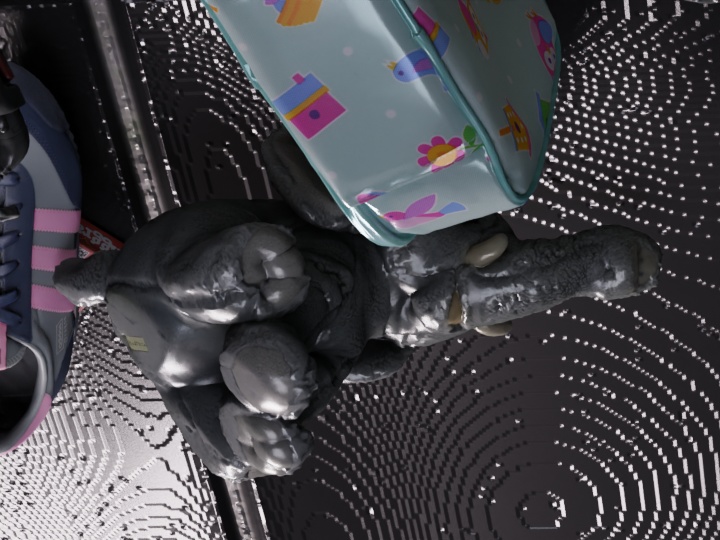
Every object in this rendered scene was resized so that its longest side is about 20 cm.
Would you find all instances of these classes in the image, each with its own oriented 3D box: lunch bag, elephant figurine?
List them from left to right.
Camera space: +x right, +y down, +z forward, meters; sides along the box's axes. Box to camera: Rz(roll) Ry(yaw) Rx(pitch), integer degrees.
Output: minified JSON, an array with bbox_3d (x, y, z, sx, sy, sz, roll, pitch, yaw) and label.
[{"bbox_3d":[0.000,0.000,1.153,0.155,0.200,0.142,57,150,2],"label":"elephant figurine"},{"bbox_3d":[0.003,-0.116,1.011,0.077,0.160,0.200,-23,120,22],"label":"lunch bag"}]

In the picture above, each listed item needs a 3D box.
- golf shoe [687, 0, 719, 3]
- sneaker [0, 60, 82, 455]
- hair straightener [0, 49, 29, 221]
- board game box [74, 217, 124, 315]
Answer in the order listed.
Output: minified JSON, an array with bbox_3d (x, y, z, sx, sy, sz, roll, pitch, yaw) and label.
[{"bbox_3d":[0.083,-0.175,0.944,0.078,0.200,0.094,-31,167,-5],"label":"golf shoe"},{"bbox_3d":[-0.162,-0.001,1.172,0.070,0.082,0.200,3,133,7],"label":"sneaker"},{"bbox_3d":[-0.159,-0.086,0.917,0.041,0.077,0.200,-4,133,11],"label":"hair straightener"},{"bbox_3d":[-0.210,0.021,1.271,0.103,0.019,0.200,34,130,-20],"label":"board game box"}]
